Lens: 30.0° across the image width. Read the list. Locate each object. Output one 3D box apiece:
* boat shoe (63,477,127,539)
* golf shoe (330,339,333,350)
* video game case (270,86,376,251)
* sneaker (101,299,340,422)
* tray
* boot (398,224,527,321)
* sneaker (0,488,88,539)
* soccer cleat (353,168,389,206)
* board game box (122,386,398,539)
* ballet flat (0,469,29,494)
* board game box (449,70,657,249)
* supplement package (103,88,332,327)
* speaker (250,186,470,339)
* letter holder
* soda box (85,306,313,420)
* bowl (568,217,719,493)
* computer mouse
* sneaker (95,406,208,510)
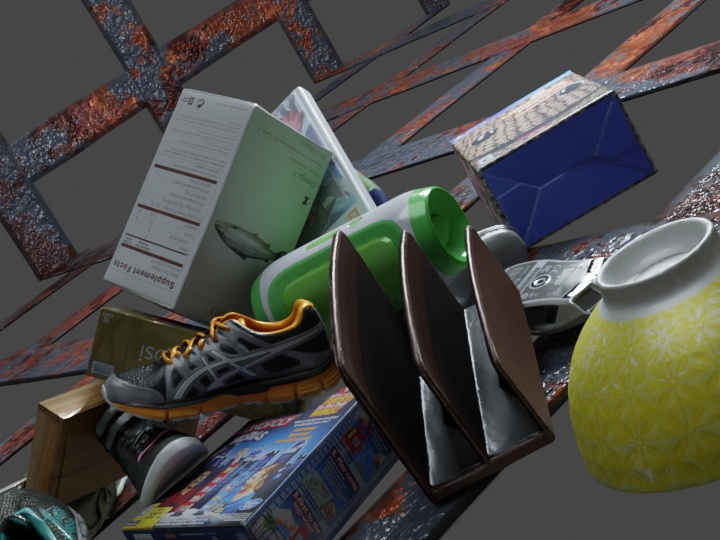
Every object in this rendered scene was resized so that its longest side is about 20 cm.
[{"bbox_3d":[-0.267,0.213,1.287,0.062,0.072,0.200,-35,11,4],"label":"boat shoe"},{"bbox_3d":[-0.008,0.048,1.338,0.199,0.075,0.092,-38,21,7],"label":"golf shoe"},{"bbox_3d":[-0.082,-0.056,1.322,0.182,0.023,0.201,-44,48,17],"label":"video game case"},{"bbox_3d":[-0.118,0.075,1.120,0.198,0.078,0.078,-10,12,-11],"label":"sneaker"},{"bbox_3d":[-0.224,0.147,1.263,0.037,0.099,0.199,26,25,26],"label":"tray"},{"bbox_3d":[0.086,0.046,1.164,0.200,0.070,0.132,-41,20,-5],"label":"boot"},{"bbox_3d":[-0.267,0.222,1.101,0.078,0.092,0.200,-42,36,-14],"label":"sneaker"},{"bbox_3d":[-0.059,-0.024,1.346,0.200,0.084,0.065,-37,7,7],"label":"soccer cleat"},{"bbox_3d":[-0.056,0.161,1.039,0.199,0.062,0.199,-38,13,-34],"label":"board game box"},{"bbox_3d":[-0.377,0.269,1.347,0.067,0.063,0.200,-19,19,42],"label":"ballet flat"},{"bbox_3d":[0.196,-0.120,1.407,0.159,0.097,0.200,-30,14,3],"label":"board game box"},{"bbox_3d":[-0.133,-0.051,1.269,0.117,0.117,0.202,17,84,43],"label":"supplement package"},{"bbox_3d":[0.000,0.000,1.180,0.199,0.089,0.089,-26,14,30],"label":"speaker"},{"bbox_3d":[0.052,0.039,0.972,0.100,0.143,0.201,-30,26,14],"label":"letter holder"},{"bbox_3d":[-0.138,0.087,1.204,0.198,0.065,0.068,15,1,7],"label":"soda box"},{"bbox_3d":[0.204,0.034,0.829,0.199,0.108,0.200,-29,14,8],"label":"bowl"},{"bbox_3d":[0.179,0.022,1.066,0.199,0.044,0.110,-5,34,49],"label":"computer mouse"},{"bbox_3d":[-0.186,0.149,1.147,0.071,0.099,0.200,-41,-6,-15],"label":"sneaker"}]
